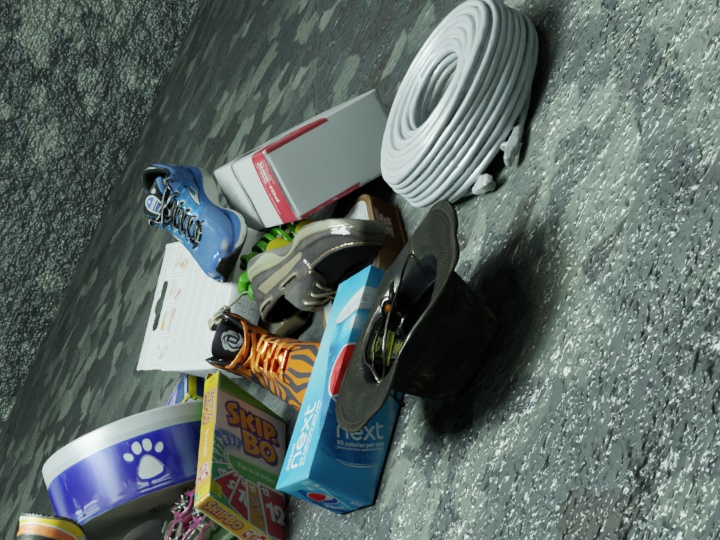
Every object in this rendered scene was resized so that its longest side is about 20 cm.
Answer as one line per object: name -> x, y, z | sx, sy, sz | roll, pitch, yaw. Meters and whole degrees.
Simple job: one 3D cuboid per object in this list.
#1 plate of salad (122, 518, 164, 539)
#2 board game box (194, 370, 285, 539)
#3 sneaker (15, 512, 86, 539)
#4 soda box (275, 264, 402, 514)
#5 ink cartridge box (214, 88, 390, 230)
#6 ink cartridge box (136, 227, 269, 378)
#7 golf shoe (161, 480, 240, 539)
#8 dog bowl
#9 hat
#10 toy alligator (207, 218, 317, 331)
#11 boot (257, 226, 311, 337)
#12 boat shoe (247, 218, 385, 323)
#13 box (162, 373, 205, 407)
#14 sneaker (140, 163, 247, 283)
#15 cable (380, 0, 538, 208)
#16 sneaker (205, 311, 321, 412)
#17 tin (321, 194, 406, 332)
plate of salad -> -0.218, 0.347, 1.360 | 0.200, 0.048, 0.200 | 12, -90, -70
board game box -> -0.113, 0.178, 1.323 | 0.030, 0.096, 0.200 | -41, 26, 18
sneaker -> -0.284, 0.308, 1.328 | 0.200, 0.070, 0.090 | 66, -150, -54
soda box -> -0.005, 0.101, 1.179 | 0.068, 0.064, 0.200 | -32, 37, 59
ink cartridge box -> -0.057, -0.113, 1.473 | 0.147, 0.083, 0.200 | -31, 9, -20
ink cartridge box -> -0.175, 0.041, 1.548 | 0.200, 0.050, 0.161 | -10, 64, 58
golf shoe -> -0.165, 0.301, 1.288 | 0.073, 0.092, 0.200 | 12, 63, 52
dog bowl -> -0.215, 0.207, 1.394 | 0.200, 0.200, 0.079 | -43, 63, 48
hat -> 0.056, 0.050, 1.059 | 0.201, 0.081, 0.201 | -61, 10, 19
toy alligator -> -0.099, -0.009, 1.452 | 0.200, 0.054, 0.059 | -36, -25, -29
boot -> -0.089, 0.006, 1.546 | 0.097, 0.075, 0.200 | -35, 43, 39
boat shoe -> -0.037, 0.004, 1.299 | 0.200, 0.074, 0.073 | -28, 66, 55
box -> -0.222, 0.215, 1.630 | 0.200, 0.064, 0.070 | -57, 20, 20
sneaker -> -0.189, -0.053, 1.483 | 0.200, 0.089, 0.079 | 49, 119, 48
cable -> 0.085, -0.151, 1.251 | 0.200, 0.069, 0.200 | -30, 39, 60
sneaker -> -0.091, 0.091, 1.351 | 0.200, 0.112, 0.078 | -10, 56, 68
tin -> 0.000, 0.000, 1.344 | 0.112, 0.042, 0.200 | -61, 18, 23
